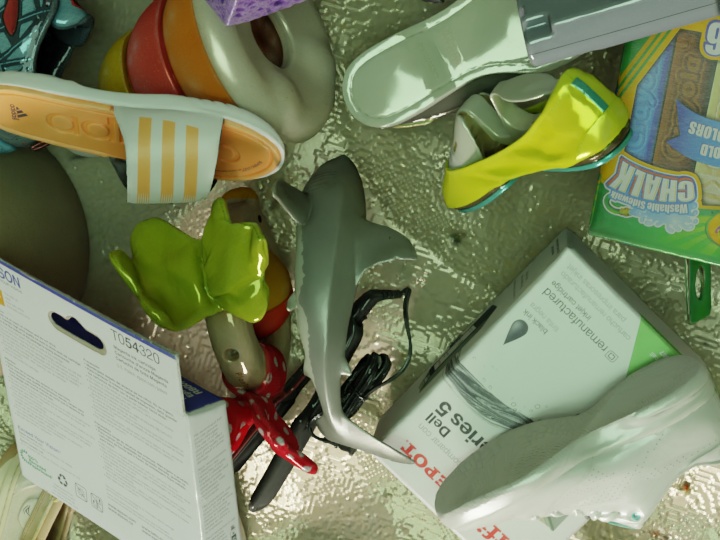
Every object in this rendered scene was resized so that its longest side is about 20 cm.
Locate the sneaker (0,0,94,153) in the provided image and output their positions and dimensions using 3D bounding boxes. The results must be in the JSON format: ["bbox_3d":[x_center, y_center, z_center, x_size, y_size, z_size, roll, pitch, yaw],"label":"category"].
[{"bbox_3d":[-0.224,-0.180,1.063,0.094,0.079,0.203,-2,89,11],"label":"sneaker"}]

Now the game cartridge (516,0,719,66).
[{"bbox_3d":[0.156,-0.204,0.973,0.132,0.201,0.042,-11,129,7],"label":"game cartridge"}]

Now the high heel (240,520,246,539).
[{"bbox_3d":[-0.155,0.169,1.156,0.067,0.095,0.201,-47,117,-27],"label":"high heel"}]

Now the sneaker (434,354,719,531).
[{"bbox_3d":[0.148,0.137,1.013,0.198,0.075,0.089,-25,109,9],"label":"sneaker"}]

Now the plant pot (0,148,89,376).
[{"bbox_3d":[-0.304,-0.005,1.089,0.198,0.135,0.203,1,101,7],"label":"plant pot"}]

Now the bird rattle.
[{"bbox_3d":[-0.073,0.033,1.055,0.111,0.164,0.201,-15,120,20],"label":"bird rattle"}]

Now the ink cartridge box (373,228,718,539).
[{"bbox_3d":[0.125,0.096,1.082,0.145,0.084,0.200,43,102,-3],"label":"ink cartridge box"}]

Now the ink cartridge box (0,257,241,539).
[{"bbox_3d":[-0.163,0.092,1.025,0.195,0.043,0.202,25,131,34],"label":"ink cartridge box"}]

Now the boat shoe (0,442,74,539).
[{"bbox_3d":[-0.247,0.231,1.157,0.068,0.074,0.202,13,101,10],"label":"boat shoe"}]

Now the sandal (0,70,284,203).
[{"bbox_3d":[-0.151,-0.073,0.994,0.204,0.079,0.060,10,61,3],"label":"sandal"}]

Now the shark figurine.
[{"bbox_3d":[-0.003,0.015,1.021,0.088,0.128,0.217,-5,77,14],"label":"shark figurine"}]

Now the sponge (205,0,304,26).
[{"bbox_3d":[-0.093,-0.248,1.001,0.201,0.111,0.030,52,147,20],"label":"sponge"}]

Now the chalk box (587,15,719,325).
[{"bbox_3d":[0.228,-0.068,1.006,0.123,0.124,0.202,15,102,21],"label":"chalk box"}]

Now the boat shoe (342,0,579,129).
[{"bbox_3d":[0.084,-0.152,1.053,0.200,0.060,0.073,-22,87,9],"label":"boat shoe"}]

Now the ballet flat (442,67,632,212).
[{"bbox_3d":[0.099,-0.089,1.006,0.067,0.199,0.067,45,66,-14],"label":"ballet flat"}]

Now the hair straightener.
[{"bbox_3d":[-0.019,0.097,1.122,0.077,0.041,0.201,40,97,15],"label":"hair straightener"}]

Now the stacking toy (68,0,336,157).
[{"bbox_3d":[-0.128,-0.129,1.068,0.198,0.146,0.147,-21,98,29],"label":"stacking toy"}]

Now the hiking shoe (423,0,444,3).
[{"bbox_3d":[0.004,-0.266,1.042,0.100,0.076,0.202,-20,89,19],"label":"hiking shoe"}]
